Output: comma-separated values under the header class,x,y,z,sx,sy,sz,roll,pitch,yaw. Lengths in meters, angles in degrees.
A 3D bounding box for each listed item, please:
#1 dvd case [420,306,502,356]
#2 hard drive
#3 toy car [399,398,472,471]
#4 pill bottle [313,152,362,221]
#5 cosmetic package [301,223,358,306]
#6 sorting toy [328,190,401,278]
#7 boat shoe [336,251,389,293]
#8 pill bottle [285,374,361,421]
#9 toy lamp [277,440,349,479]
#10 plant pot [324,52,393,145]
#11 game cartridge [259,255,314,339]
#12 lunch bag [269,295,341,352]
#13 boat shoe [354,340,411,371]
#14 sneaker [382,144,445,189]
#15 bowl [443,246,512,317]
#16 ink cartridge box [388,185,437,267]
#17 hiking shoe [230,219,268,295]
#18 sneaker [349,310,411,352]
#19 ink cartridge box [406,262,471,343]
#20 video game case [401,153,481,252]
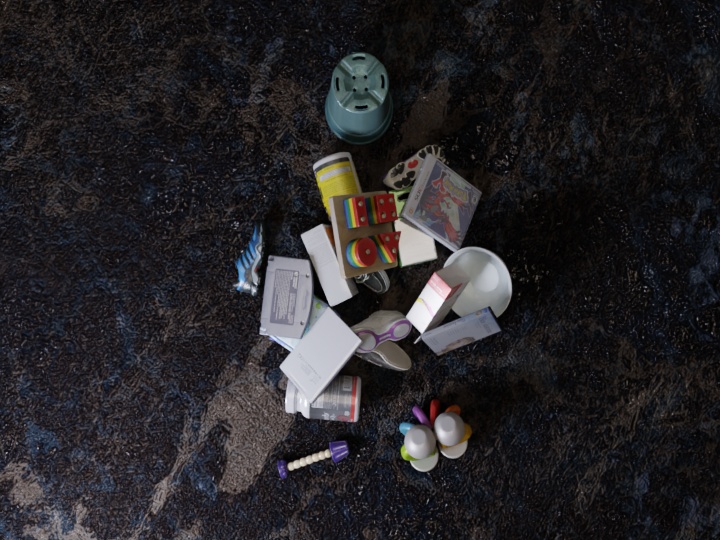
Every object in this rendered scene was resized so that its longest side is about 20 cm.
class,x,y,z,sx,sy,sz,roll,pitch,yaw
dvd case,0.267,0.163,1.430,0.195,0.143,0.018,-25,55,16
hard drive,-0.101,0.215,1.399,0.131,0.025,0.201,40,90,24
toy car,0.188,0.422,1.448,0.194,0.177,0.153,-23,54,-1
pill bottle,-0.049,-0.200,1.468,0.110,0.114,0.207,-17,88,-1
cosmetic package,-0.080,-0.016,1.464,0.069,0.101,0.206,-23,89,10
sorting toy,0.027,-0.098,1.399,0.196,0.068,0.207,-12,94,-43
boat shoe,0.000,0.000,1.459,0.071,0.072,0.200,-32,114,34
pill bottle,-0.096,0.334,1.452,0.192,0.116,0.121,5,88,0
toy lamp,-0.124,0.508,1.478,0.193,0.058,0.060,-18,89,2
plant pot,-0.001,-0.458,1.436,0.192,0.196,0.209,0,88,-2
game cartridge,-0.186,0.070,1.418,0.128,0.041,0.208,6,85,7
lunch bag,-0.161,0.139,1.473,0.196,0.082,0.164,32,87,0
boat shoe,0.045,0.223,1.495,0.195,0.057,0.068,26,52,-4
sneaker,0.144,-0.285,1.497,0.195,0.083,0.083,-24,106,-17
bowl,0.320,0.025,1.461,0.195,0.090,0.209,12,113,29
ink cartridge box,0.139,-0.121,1.495,0.100,0.059,0.208,-11,89,-3
hiking shoe,-0.300,-0.039,1.480,0.083,0.074,0.208,9,88,-1
sneaker,0.036,0.158,1.465,0.193,0.100,0.077,-12,117,-16
ink cartridge box,0.194,0.087,1.435,0.067,0.115,0.203,42,124,21
video game case,0.221,-0.180,1.470,0.196,0.023,0.187,30,77,-22
